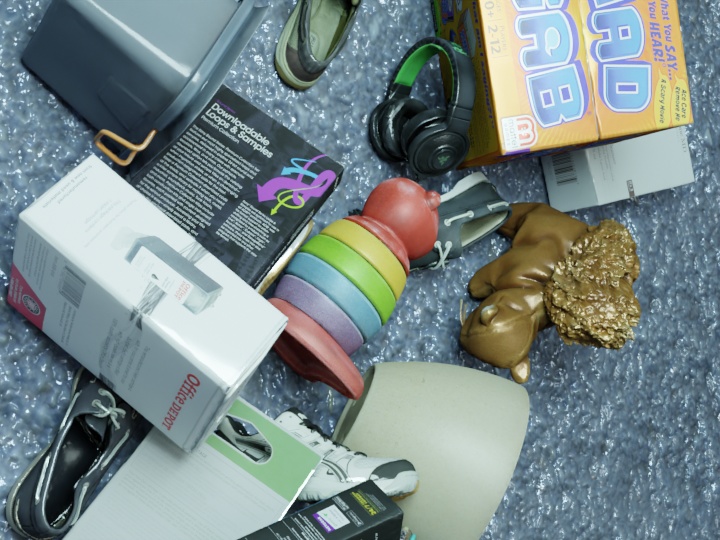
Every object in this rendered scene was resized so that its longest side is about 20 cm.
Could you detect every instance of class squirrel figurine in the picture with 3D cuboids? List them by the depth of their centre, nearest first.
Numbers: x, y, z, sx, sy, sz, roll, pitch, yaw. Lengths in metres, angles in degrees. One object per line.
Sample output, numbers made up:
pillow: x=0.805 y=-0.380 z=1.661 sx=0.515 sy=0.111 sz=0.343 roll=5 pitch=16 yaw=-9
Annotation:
squirrel figurine: x=0.196 y=0.026 z=1.124 sx=0.186 sy=0.198 sz=0.143 roll=-43 pitch=116 yaw=-41

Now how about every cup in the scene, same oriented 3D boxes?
cup: x=0.052 y=0.169 z=1.025 sx=0.142 sy=0.200 sz=0.203 roll=28 pitch=68 yaw=-7

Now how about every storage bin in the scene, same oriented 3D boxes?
storage bin: x=-0.189 y=-0.174 z=0.855 sx=0.134 sy=0.199 sz=0.147 roll=36 pitch=65 yaw=-17

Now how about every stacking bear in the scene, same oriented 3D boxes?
stacking bear: x=0.000 y=0.000 z=0.997 sx=0.201 sy=0.121 sz=0.114 roll=-51 pitch=120 yaw=-17

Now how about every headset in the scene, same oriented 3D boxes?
headset: x=0.047 y=-0.136 z=1.077 sx=0.093 sy=0.123 sz=0.204 roll=7 pitch=106 yaw=-33

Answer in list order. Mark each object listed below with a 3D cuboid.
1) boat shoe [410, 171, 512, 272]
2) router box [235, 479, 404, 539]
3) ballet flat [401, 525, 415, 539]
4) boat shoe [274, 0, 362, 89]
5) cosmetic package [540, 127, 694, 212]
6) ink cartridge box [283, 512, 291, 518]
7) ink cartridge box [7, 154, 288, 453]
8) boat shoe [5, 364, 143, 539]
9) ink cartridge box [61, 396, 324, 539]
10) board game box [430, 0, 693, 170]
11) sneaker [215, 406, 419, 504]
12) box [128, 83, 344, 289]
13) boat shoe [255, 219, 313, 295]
boat shoe: x=0.086 y=-0.038 z=1.113 sx=0.060 sy=0.076 sz=0.199 roll=43 pitch=57 yaw=16
router box: x=-0.043 y=0.285 z=0.868 sx=0.147 sy=0.051 sz=0.203 roll=-17 pitch=126 yaw=-35
ballet flat: x=0.001 y=0.304 z=0.986 sx=0.071 sy=0.072 sz=0.203 roll=-25 pitch=141 yaw=-36
boat shoe: x=-0.026 y=-0.277 z=1.057 sx=0.071 sy=0.065 sz=0.204 roll=28 pitch=70 yaw=-32
cosmetic package: x=0.314 y=-0.142 z=1.302 sx=0.198 sy=0.081 sz=0.115 roll=-16 pitch=94 yaw=-36
ink cartridge box: x=-0.095 y=0.332 z=0.956 sx=0.114 sy=0.066 sz=0.204 roll=-11 pitch=93 yaw=-37
ink cartridge box: x=-0.169 y=0.031 z=0.828 sx=0.199 sy=0.146 sz=0.085 roll=41 pitch=55 yaw=2
boat shoe: x=-0.215 y=0.132 z=0.881 sx=0.073 sy=0.062 sz=0.202 roll=42 pitch=62 yaw=-26
ink cartridge box: x=-0.141 y=0.204 z=0.886 sx=0.144 sy=0.048 sz=0.201 roll=30 pitch=64 yaw=15
board game box: x=0.198 y=-0.226 z=1.101 sx=0.196 sy=0.200 sz=0.204 roll=-9 pitch=93 yaw=-7
sneaker: x=-0.045 y=0.164 z=0.943 sx=0.076 sy=0.196 sz=0.089 roll=57 pitch=33 yaw=-67
box: x=-0.124 y=-0.057 z=0.940 sx=0.142 sy=0.036 sz=0.201 roll=34 pitch=64 yaw=8
boat shoe: x=-0.123 y=0.011 z=0.965 sx=0.069 sy=0.071 sz=0.201 roll=39 pitch=62 yaw=-5
